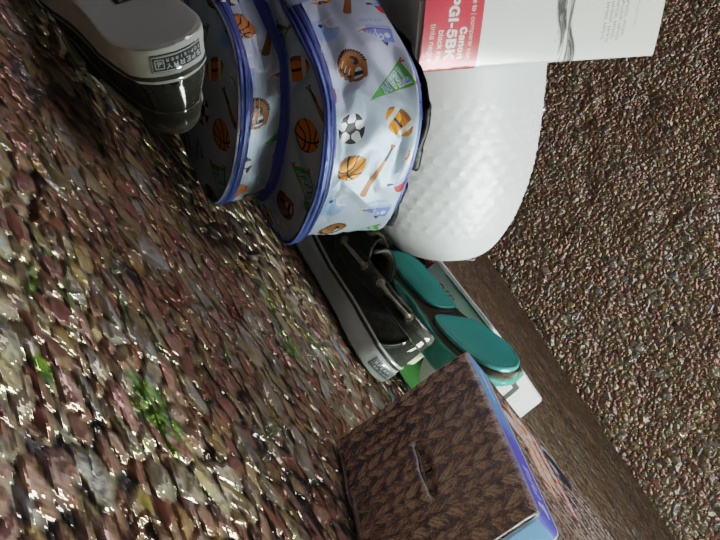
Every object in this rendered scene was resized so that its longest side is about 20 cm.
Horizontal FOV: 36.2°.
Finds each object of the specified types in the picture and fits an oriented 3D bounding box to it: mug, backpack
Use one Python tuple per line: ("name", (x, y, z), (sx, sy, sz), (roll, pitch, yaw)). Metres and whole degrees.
("mug", (0.048, -0.111, 0.904), (0.148, 0.200, 0.176), (-40, 138, -52))
("backpack", (-0.040, -0.118, 0.752), (0.191, 0.154, 0.200), (54, -30, 33))

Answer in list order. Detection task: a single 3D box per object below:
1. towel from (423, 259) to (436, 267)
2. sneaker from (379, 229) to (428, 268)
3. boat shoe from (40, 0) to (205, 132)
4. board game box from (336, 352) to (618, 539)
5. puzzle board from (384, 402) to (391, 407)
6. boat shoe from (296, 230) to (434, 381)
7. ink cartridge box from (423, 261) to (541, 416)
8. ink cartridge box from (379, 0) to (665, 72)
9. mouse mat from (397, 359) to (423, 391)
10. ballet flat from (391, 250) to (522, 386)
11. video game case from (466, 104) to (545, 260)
("towel", (0.052, -0.118, 1.116), (0.200, 0.023, 0.144), (-89, 158, -44))
("sneaker", (0.044, 0.003, 1.109), (0.079, 0.075, 0.200), (61, 11, 25))
("boat shoe", (-0.151, -0.149, 0.666), (0.200, 0.071, 0.064), (51, -27, 42))
("board game box", (0.090, 0.175, 0.615), (0.200, 0.097, 0.159), (50, 9, -24))
("puzzle board", (0.098, 0.193, 0.850), (0.200, 0.017, 0.151), (45, 13, -48))
("boat shoe", (0.000, 0.000, 0.914), (0.071, 0.064, 0.200), (42, 14, -54))
("ink cartridge box", (0.094, 0.071, 1.041), (0.116, 0.067, 0.200), (54, 2, 32))
("ink cartridge box", (0.103, -0.210, 0.813), (0.147, 0.200, 0.083), (-130, -142, -54))
("mouse mat", (0.075, 0.121, 1.008), (0.200, 0.008, 0.161), (47, 8, -26))
("ballet flat", (0.064, 0.058, 0.921), (0.067, 0.070, 0.200), (7, 25, -33))
("video game case", (0.114, -0.142, 1.060), (0.036, 0.200, 0.181), (7, 47, -12))
